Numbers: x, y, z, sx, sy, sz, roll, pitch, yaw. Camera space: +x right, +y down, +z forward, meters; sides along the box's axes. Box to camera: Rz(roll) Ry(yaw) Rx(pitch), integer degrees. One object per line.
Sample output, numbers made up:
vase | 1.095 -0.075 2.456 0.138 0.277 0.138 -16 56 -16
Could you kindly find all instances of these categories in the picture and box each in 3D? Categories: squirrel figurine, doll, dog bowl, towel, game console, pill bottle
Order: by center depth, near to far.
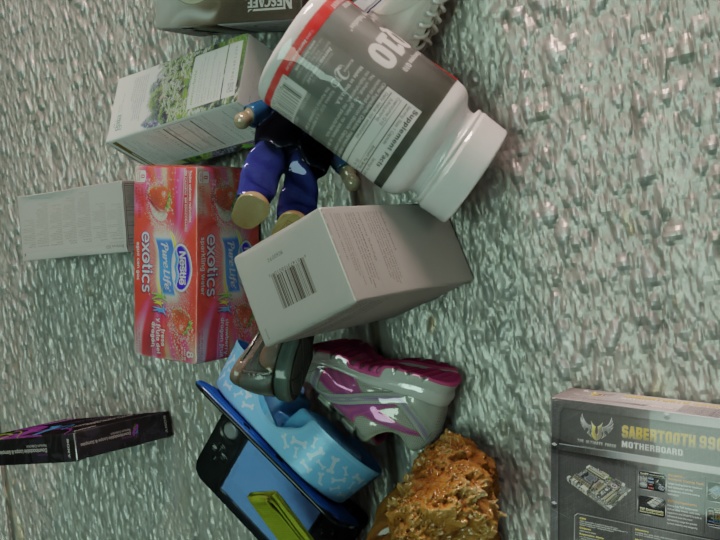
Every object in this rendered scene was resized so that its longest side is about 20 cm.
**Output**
pill bottle | 0.021 -0.140 0.831 0.199 0.114 0.114 36 116 -2
squirrel figurine | 0.044 0.240 0.835 0.141 0.186 0.202 32 113 29
doll | -0.058 -0.109 0.902 0.135 0.201 0.049 25 136 -13
towel | -0.041 0.298 0.927 0.201 0.018 0.086 55 152 -3
dog bowl | -0.066 0.150 0.946 0.200 0.111 0.050 41 90 26
game console | -0.102 0.223 0.973 0.200 0.118 0.172 41 116 21

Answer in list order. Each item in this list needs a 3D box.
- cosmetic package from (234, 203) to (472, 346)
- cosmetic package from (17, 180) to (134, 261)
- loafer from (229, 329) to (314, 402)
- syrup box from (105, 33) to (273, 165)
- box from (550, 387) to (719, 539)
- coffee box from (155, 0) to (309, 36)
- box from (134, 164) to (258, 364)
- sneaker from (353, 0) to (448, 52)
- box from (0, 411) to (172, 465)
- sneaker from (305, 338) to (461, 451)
cosmetic package | 0.000 0.000 0.840 0.107 0.199 0.086 -27 81 31
cosmetic package | -0.333 -0.058 1.161 0.198 0.050 0.084 -3 91 36
loafer | -0.066 0.034 0.898 0.062 0.201 0.072 6 132 12
syrup box | -0.169 -0.171 1.006 0.198 0.081 0.080 -9 65 36
box | 0.251 0.186 0.771 0.198 0.048 0.161 2 95 35
coffee box | -0.109 -0.299 0.964 0.198 0.079 0.116 8 99 35
box | -0.173 -0.010 1.022 0.094 0.102 0.203 5 96 34
sneaker | 0.048 -0.235 0.873 0.199 0.073 0.071 -31 86 42
box | -0.342 0.198 1.134 0.198 0.142 0.037 -8 88 35
sneaker | -0.002 0.120 0.924 0.198 0.081 0.089 13 100 34
